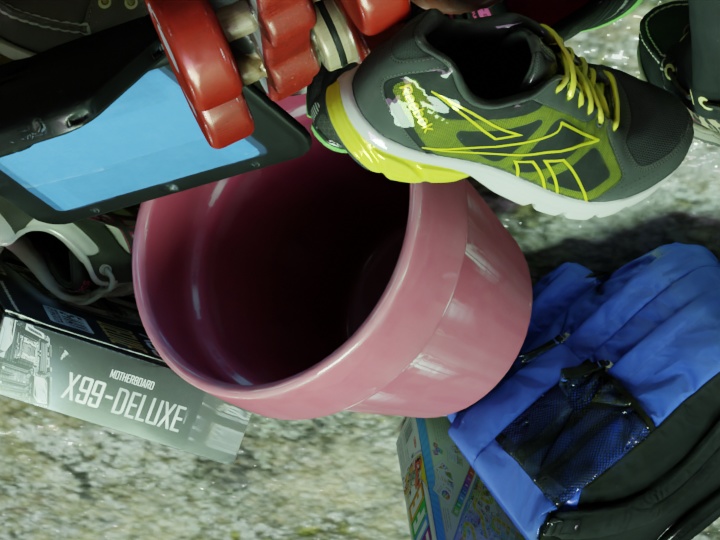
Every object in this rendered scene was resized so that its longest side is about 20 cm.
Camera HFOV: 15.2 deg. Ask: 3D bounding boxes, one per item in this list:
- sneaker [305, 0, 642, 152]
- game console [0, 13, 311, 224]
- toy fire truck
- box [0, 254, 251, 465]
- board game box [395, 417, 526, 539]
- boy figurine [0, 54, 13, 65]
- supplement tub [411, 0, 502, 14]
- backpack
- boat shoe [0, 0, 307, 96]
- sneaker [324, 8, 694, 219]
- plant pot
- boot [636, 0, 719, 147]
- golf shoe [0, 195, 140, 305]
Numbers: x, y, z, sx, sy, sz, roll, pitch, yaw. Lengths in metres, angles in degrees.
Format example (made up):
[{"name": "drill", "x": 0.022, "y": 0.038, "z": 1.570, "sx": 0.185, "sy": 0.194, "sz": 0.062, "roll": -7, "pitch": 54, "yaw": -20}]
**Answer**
[{"name": "sneaker", "x": 0.056, "y": -0.131, "z": 1.397, "sx": 0.200, "sy": 0.077, "sz": 0.084, "roll": -31, "pitch": 171, "yaw": 5}, {"name": "game console", "x": -0.158, "y": -0.053, "z": 1.416, "sx": 0.200, "sy": 0.176, "sz": 0.117, "roll": -15, "pitch": 111, "yaw": 33}, {"name": "toy fire truck", "x": -0.059, "y": -0.162, "z": 1.295, "sx": 0.112, "sy": 0.168, "sz": 0.200, "roll": -24, "pitch": 171, "yaw": -3}, {"name": "box", "x": -0.159, "y": 0.048, "z": 1.615, "sx": 0.157, "sy": 0.200, "sz": 0.050, "roll": 18, "pitch": 96, "yaw": -17}, {"name": "board game box", "x": 0.098, "y": 0.171, "z": 1.728, "sx": 0.134, "sy": 0.200, "sz": 0.034, "roll": 16, "pitch": 118, "yaw": -14}, {"name": "boy figurine", "x": -0.267, "y": -0.105, "z": 1.519, "sx": 0.199, "sy": 0.065, "sz": 0.124, "roll": 15, "pitch": 138, "yaw": -9}, {"name": "supplement tub", "x": 0.017, "y": -0.222, "z": 1.301, "sx": 0.107, "sy": 0.107, "sz": 0.200, "roll": -17, "pitch": 137, "yaw": 25}, {"name": "backpack", "x": 0.158, "y": 0.075, "z": 1.621, "sx": 0.200, "sy": 0.168, "sz": 0.163, "roll": -38, "pitch": 154, "yaw": -1}, {"name": "boat shoe", "x": -0.111, "y": -0.142, "z": 1.446, "sx": 0.201, "sy": 0.072, "sz": 0.060, "roll": 7, "pitch": 143, "yaw": -6}, {"name": "sneaker", "x": 0.085, "y": -0.077, "z": 1.287, "sx": 0.199, "sy": 0.075, "sz": 0.085, "roll": 2, "pitch": 150, "yaw": -31}, {"name": "plant pot", "x": 0.000, "y": 0.000, "z": 1.537, "sx": 0.200, "sy": 0.201, "sz": 0.179, "roll": -20, "pitch": 151, "yaw": 29}, {"name": "boot", "x": 0.182, "y": -0.134, "z": 1.336, "sx": 0.073, "sy": 0.204, "sz": 0.154, "roll": -21, "pitch": 121, "yaw": -7}, {"name": "golf shoe", "x": -0.151, "y": -0.008, "z": 1.614, "sx": 0.200, "sy": 0.088, "sz": 0.077, "roll": 29, "pitch": 135, "yaw": -30}]
